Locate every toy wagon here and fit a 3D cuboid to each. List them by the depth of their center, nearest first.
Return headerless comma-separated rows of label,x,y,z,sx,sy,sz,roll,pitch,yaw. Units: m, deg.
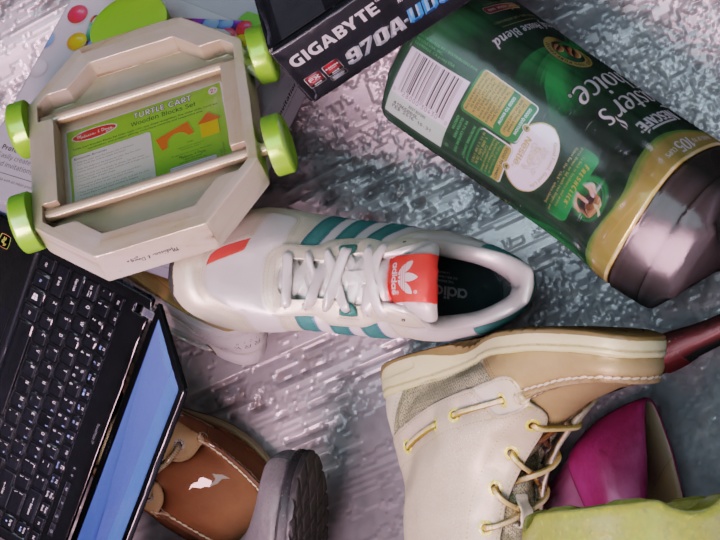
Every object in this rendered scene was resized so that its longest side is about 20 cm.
toy wagon,-0.118,-0.088,0.960,0.154,0.040,0.201,-16,51,6

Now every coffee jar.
coffee jar,0.115,-0.065,0.931,0.200,0.104,0.086,38,117,18

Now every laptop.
laptop,-0.184,0.089,0.959,0.199,0.103,0.178,27,105,16

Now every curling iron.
curling iron,0.158,0.040,0.944,0.199,0.050,0.026,-27,47,27

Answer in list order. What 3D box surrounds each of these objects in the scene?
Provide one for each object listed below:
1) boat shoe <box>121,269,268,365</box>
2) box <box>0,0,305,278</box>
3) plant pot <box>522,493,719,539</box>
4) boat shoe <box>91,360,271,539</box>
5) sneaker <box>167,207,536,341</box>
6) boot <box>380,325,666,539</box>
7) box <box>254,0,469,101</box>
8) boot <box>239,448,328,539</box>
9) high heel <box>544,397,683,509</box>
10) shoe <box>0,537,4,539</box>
boat shoe,-0.132,-0.005,1.044,0.071,0.070,0.200,-38,56,-24
box,-0.116,-0.102,1.020,0.155,0.041,0.201,18,69,22
plant pot,0.148,0.196,0.799,0.199,0.200,0.186,-9,79,20
boat shoe,-0.131,0.106,1.033,0.199,0.074,0.076,32,98,20
sneaker,0.000,0.000,0.931,0.198,0.093,0.071,6,82,-16
boot,0.085,0.111,0.911,0.199,0.072,0.156,-17,71,51
box,0.009,-0.204,0.957,0.158,0.046,0.201,-31,43,15
boot,-0.094,0.178,0.983,0.131,0.070,0.201,17,113,14
high heel,0.172,0.166,0.912,0.200,0.067,0.096,50,115,20
shoe,-0.258,0.143,1.087,0.090,0.071,0.202,3,84,24
